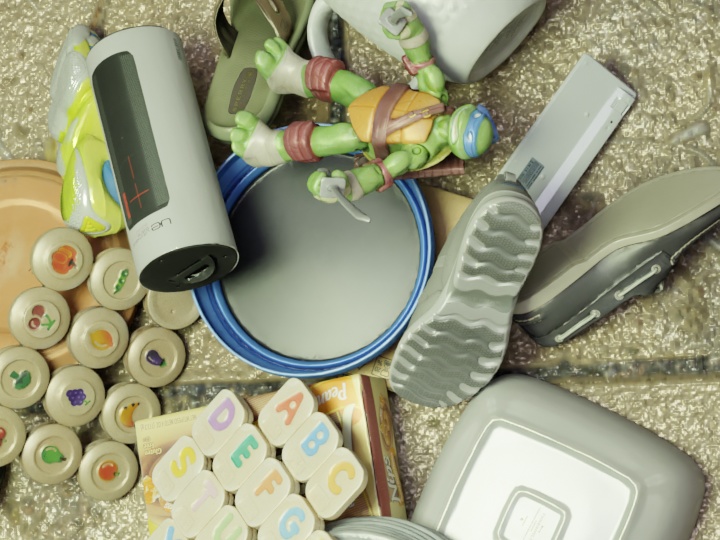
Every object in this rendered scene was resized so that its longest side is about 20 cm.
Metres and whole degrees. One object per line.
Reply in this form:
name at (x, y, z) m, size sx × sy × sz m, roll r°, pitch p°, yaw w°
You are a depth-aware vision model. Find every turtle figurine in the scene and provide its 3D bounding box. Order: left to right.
turtle figurine at (-0.012, -0.126, 1.454) m, size 0.193 × 0.200 × 0.144 m, roll 8°, pitch 105°, yaw 35°

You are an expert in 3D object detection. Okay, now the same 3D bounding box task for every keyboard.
keyboard at (0.136, -0.070, 1.525) m, size 0.056 × 0.011 × 0.200 m, roll 36°, pitch 89°, yaw -14°

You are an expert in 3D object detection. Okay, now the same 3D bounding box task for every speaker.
speaker at (-0.154, -0.086, 1.541) m, size 0.081 × 0.081 × 0.201 m, roll -21°, pitch 66°, yaw 13°

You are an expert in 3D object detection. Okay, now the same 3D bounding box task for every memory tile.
memory tile at (-0.218, 0.076, 1.577) m, size 0.153 × 0.017 × 0.201 m, roll 21°, pitch 89°, yaw -26°

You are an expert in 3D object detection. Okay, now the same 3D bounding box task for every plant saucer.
plant saucer at (-0.277, 0.001, 1.612) m, size 0.200 × 0.032 × 0.201 m, roll 1°, pitch 71°, yaw -3°

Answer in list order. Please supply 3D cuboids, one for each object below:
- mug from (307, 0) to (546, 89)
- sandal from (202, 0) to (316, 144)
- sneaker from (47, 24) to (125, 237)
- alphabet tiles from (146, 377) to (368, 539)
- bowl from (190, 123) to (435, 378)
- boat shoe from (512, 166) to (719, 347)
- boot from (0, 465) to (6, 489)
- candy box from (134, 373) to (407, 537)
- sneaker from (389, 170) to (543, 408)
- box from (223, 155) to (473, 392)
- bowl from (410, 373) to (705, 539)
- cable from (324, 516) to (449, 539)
mug at (0.036, -0.216, 1.537) m, size 0.175 × 0.148 × 0.200 m, roll 45°, pitch 117°, yaw 11°
sandal at (-0.084, -0.195, 1.583) m, size 0.080 × 0.057 × 0.201 m, roll -5°, pitch 58°, yaw 25°
sneaker at (-0.198, -0.110, 1.631) m, size 0.105 × 0.076 × 0.201 m, roll 8°, pitch 58°, yaw -23°
alphabet tiles at (-0.085, 0.183, 1.470) m, size 0.196 × 0.015 × 0.200 m, roll -47°, pitch 48°, yaw 11°
bowl at (-0.037, -0.014, 1.551) m, size 0.200 × 0.039 × 0.201 m, roll -3°, pitch 80°, yaw 15°
boat shoe at (0.203, -0.010, 1.504) m, size 0.200 × 0.073 × 0.063 m, roll -30°, pitch 118°, yaw 5°
boot at (-0.377, 0.115, 1.640) m, size 0.150 × 0.073 × 0.201 m, roll -15°, pitch 74°, yaw 13°
candy box at (-0.071, 0.156, 1.542) m, size 0.199 × 0.055 × 0.116 m, roll -13°, pitch 79°, yaw 21°
sneaker at (0.085, 0.017, 1.484) m, size 0.075 × 0.082 × 0.200 m, roll 24°, pitch 119°, yaw -9°
box at (0.000, 0.000, 1.570) m, size 0.199 × 0.021 × 0.164 m, roll 18°, pitch 87°, yaw 19°
bowl at (0.134, 0.191, 1.477) m, size 0.199 × 0.075 × 0.200 m, roll 26°, pitch 91°, yaw 19°
cable at (0.002, 0.280, 1.443) m, size 0.199 × 0.069 × 0.201 m, roll 6°, pitch 89°, yaw 24°
